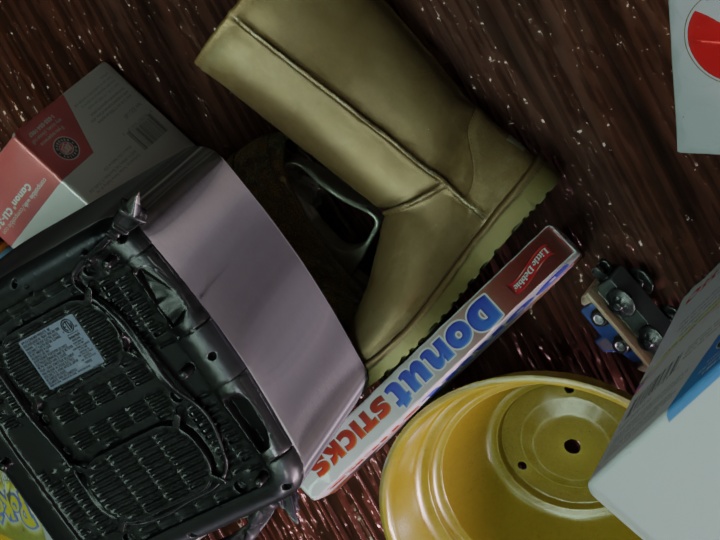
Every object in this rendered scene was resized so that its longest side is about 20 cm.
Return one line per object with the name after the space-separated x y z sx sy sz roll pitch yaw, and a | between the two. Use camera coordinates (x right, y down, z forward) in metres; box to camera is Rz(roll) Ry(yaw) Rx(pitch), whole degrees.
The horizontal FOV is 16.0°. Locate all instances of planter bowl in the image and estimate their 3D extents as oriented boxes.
0.116 0.121 1.471 0.199 0.084 0.201 8 124 11 | planter bowl

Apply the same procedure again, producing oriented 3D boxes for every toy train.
0.191 0.076 1.452 0.200 0.034 0.046 51 137 -7 | toy train

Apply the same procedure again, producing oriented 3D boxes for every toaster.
-0.113 0.048 1.384 0.199 0.119 0.181 -28 103 35 | toaster

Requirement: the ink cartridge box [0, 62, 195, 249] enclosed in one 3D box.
-0.118 -0.015 1.497 0.200 0.117 0.068 43 125 0 | ink cartridge box

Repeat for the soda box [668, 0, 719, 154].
0.195 -0.161 1.305 0.068 0.064 0.201 4 116 23 | soda box

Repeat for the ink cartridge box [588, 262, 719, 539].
0.215 0.046 1.324 0.085 0.200 0.145 40 126 -4 | ink cartridge box

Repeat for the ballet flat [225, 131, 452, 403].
0.000 0.000 1.485 0.200 0.071 0.071 48 125 -4 | ballet flat

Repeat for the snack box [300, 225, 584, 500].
0.044 0.051 1.429 0.200 0.072 0.024 -44 82 6 | snack box

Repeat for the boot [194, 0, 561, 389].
-0.012 -0.060 1.428 0.200 0.066 0.175 41 86 -2 | boot

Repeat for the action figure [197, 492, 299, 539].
-0.114 0.149 1.592 0.119 0.102 0.200 48 127 10 | action figure

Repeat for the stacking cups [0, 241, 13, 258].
-0.204 0.008 1.593 0.199 0.060 0.061 22 123 19 | stacking cups

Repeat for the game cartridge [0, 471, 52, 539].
-0.221 0.126 1.601 0.176 0.032 0.201 14 119 51 | game cartridge
